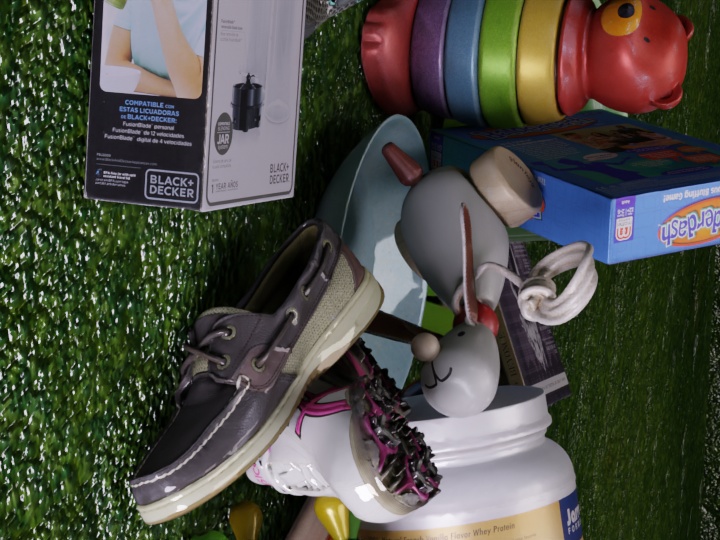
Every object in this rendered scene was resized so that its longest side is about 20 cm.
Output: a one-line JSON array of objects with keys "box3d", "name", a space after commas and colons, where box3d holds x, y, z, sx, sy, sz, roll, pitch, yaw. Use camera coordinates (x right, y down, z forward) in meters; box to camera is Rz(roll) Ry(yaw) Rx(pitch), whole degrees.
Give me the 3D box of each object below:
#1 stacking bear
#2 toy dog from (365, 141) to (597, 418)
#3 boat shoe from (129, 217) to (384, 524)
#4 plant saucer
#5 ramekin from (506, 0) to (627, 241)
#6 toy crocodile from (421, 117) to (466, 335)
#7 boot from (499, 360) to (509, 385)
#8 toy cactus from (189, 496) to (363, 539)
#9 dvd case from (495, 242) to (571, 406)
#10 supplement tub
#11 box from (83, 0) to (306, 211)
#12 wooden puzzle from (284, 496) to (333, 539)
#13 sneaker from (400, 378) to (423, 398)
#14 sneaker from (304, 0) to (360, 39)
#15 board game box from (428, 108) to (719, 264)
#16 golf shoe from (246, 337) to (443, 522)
[{"box3d": [0.117, -0.147, 1.134, 0.114, 0.199, 0.122, 73, 29, -51], "name": "stacking bear"}, {"box3d": [0.047, -0.011, 1.003, 0.132, 0.096, 0.200, -49, -159, 11], "name": "toy dog"}, {"box3d": [-0.062, 0.046, 0.881, 0.066, 0.072, 0.201, 56, 48, -16], "name": "boat shoe"}, {"box3d": [0.000, 0.000, 1.090, 0.201, 0.039, 0.202, 6, 90, -73], "name": "plant saucer"}, {"box3d": [0.142, -0.116, 1.339, 0.200, 0.097, 0.201, -7, 90, -70], "name": "ramekin"}, {"box3d": [0.066, -0.037, 1.240, 0.062, 0.067, 0.201, -102, -164, -78], "name": "toy crocodile"}, {"box3d": [0.089, 0.113, 1.379, 0.200, 0.070, 0.147, -54, 140, -59], "name": "boot"}, {"box3d": [-0.027, 0.195, 0.897, 0.200, 0.165, 0.103, -41, 155, -58], "name": "toy cactus"}, {"box3d": [0.119, 0.013, 1.379, 0.149, 0.016, 0.201, -6, 77, -72], "name": "dvd case"}, {"box3d": [0.063, 0.177, 1.021, 0.144, 0.144, 0.201, -17, 99, -71], "name": "supplement tub"}, {"box3d": [-0.070, -0.132, 0.788, 0.117, 0.060, 0.201, -20, 116, -70], "name": "box"}, {"box3d": [-0.013, 0.247, 1.046, 0.200, 0.037, 0.185, -54, 132, -46], "name": "wooden puzzle"}, {"box3d": [0.087, 0.155, 1.216, 0.075, 0.200, 0.085, -35, 144, -12], "name": "sneaker"}, {"box3d": [0.002, -0.184, 0.944, 0.200, 0.091, 0.078, -61, 151, -50], "name": "sneaker"}, {"box3d": [0.160, -0.060, 1.122, 0.152, 0.200, 0.045, -10, 111, -29], "name": "board game box"}, {"box3d": [-0.014, 0.096, 0.902, 0.073, 0.092, 0.200, 53, 1, -13], "name": "golf shoe"}]
